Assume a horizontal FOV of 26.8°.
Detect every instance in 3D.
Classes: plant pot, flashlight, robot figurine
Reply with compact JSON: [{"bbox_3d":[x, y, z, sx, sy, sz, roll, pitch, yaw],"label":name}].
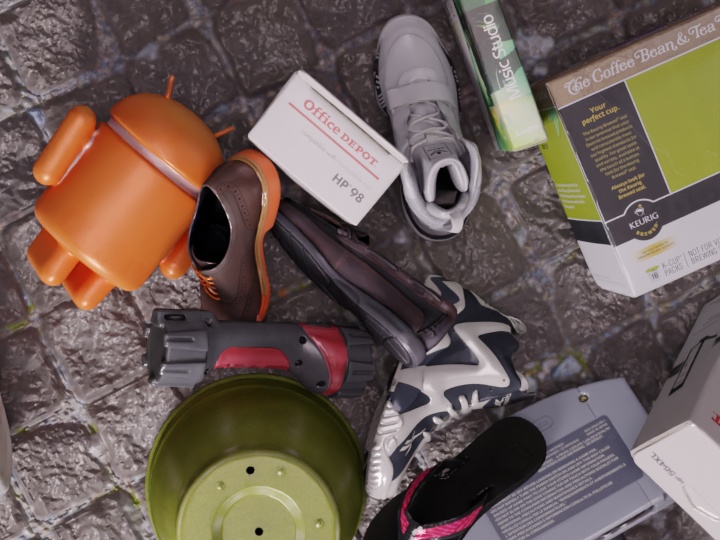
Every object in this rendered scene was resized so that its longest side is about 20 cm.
[{"bbox_3d":[-0.087,0.197,1.255,0.199,0.193,0.202,0,93,-4],"label":"plant pot"},{"bbox_3d":[-0.085,0.075,1.272,0.199,0.068,0.068,1,50,-32],"label":"flashlight"},{"bbox_3d":[-0.194,-0.064,1.273,0.144,0.117,0.200,39,91,6],"label":"robot figurine"}]

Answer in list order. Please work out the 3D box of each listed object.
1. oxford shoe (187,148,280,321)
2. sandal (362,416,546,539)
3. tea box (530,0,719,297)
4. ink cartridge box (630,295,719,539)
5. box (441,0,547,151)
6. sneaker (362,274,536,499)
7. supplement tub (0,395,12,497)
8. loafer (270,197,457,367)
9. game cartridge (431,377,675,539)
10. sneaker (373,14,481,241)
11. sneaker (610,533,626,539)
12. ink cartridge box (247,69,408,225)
[{"bbox_3d":[-0.120,-0.004,1.269,0.071,0.072,0.201,27,126,28],"label":"oxford shoe"},{"bbox_3d":[0.074,0.192,1.273,0.200,0.045,0.075,-42,64,-11],"label":"sandal"},{"bbox_3d":[0.270,-0.108,1.296,0.199,0.134,0.198,-23,95,-3],"label":"tea box"},{"bbox_3d":[0.337,0.124,1.288,0.146,0.084,0.200,42,50,-7],"label":"ink cartridge box"},{"bbox_3d":[0.102,-0.198,1.273,0.036,0.144,0.201,-22,94,2],"label":"box"},{"bbox_3d":[0.085,0.116,1.312,0.129,0.080,0.200,19,71,-2],"label":"sneaker"},{"bbox_3d":[-0.402,0.149,1.264,0.198,0.123,0.124,-11,94,-3],"label":"supplement tub"},{"bbox_3d":[0.000,0.000,1.293,0.063,0.072,0.200,-40,64,-14],"label":"loafer"},{"bbox_3d":[0.168,0.181,1.306,0.199,0.042,0.134,-28,57,-4],"label":"game cartridge"},{"bbox_3d":[0.061,-0.123,1.288,0.075,0.115,0.202,-10,94,-4],"label":"sneaker"},{"bbox_3d":[0.210,0.258,1.338,0.199,0.078,0.080,36,96,-4],"label":"sneaker"},{"bbox_3d":[-0.031,-0.099,1.240,0.116,0.200,0.067,40,90,-5],"label":"ink cartridge box"}]
